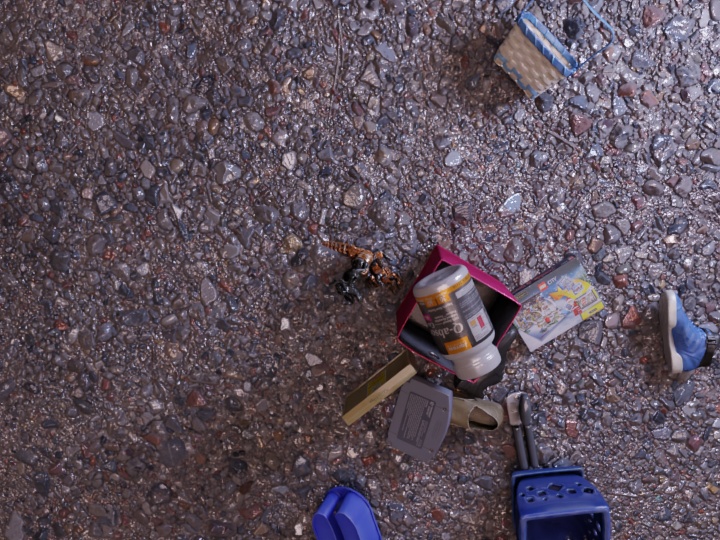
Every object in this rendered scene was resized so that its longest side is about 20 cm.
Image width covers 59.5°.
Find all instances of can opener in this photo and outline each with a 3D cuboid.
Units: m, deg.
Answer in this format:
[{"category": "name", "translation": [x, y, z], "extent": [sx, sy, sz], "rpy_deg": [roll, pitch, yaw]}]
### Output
[{"category": "can opener", "translation": [0.384, 0.382, 1.490], "extent": [0.052, 0.067, 0.202], "rpy_deg": [-10, 105, 6]}]

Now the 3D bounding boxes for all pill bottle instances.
[{"category": "pill bottle", "translation": [0.190, 0.100, 1.216], "extent": [0.115, 0.116, 0.202], "rpy_deg": [-25, 98, 7]}]

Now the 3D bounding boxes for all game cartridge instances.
[{"category": "game cartridge", "translation": [0.142, 0.347, 1.474], "extent": [0.132, 0.040, 0.202], "rpy_deg": [23, 115, 19]}]

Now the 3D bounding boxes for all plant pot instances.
[{"category": "plant pot", "translation": [0.447, 0.569, 1.449], "extent": [0.197, 0.180, 0.202], "rpy_deg": [-7, 111, 5]}]

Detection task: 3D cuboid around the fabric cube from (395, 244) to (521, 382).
[{"category": "fabric cube", "translation": [0.203, 0.087, 1.373], "extent": [0.195, 0.199, 0.201], "rpy_deg": [29, 101, -3]}]

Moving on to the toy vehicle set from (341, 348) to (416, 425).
[{"category": "toy vehicle set", "translation": [0.043, 0.265, 1.451], "extent": [0.199, 0.124, 0.027], "rpy_deg": [-40, 96, 9]}]

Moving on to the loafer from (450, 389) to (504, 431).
[{"category": "loafer", "translation": [0.242, 0.331, 1.480], "extent": [0.197, 0.067, 0.077], "rpy_deg": [5, 101, 4]}]

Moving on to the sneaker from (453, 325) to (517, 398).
[{"category": "sneaker", "translation": [0.303, 0.211, 1.462], "extent": [0.090, 0.076, 0.201], "rpy_deg": [33, 110, -10]}]

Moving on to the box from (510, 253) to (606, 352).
[{"category": "box", "translation": [0.437, 0.074, 1.439], "extent": [0.199, 0.038, 0.137], "rpy_deg": [-32, 97, 8]}]

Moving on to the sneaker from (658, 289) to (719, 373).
[{"category": "sneaker", "translation": [0.740, 0.130, 1.412], "extent": [0.110, 0.077, 0.202], "rpy_deg": [-11, 104, 11]}]

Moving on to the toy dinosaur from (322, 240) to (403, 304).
[{"category": "toy dinosaur", "translation": [0.000, 0.000, 1.434], "extent": [0.199, 0.102, 0.136], "rpy_deg": [30, 78, 11]}]

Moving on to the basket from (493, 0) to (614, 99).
[{"category": "basket", "translation": [0.382, -0.469, 1.277], "extent": [0.177, 0.139, 0.200], "rpy_deg": [47, 130, -6]}]

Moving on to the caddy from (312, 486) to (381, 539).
[{"category": "caddy", "translation": [-0.029, 0.629, 1.537], "extent": [0.140, 0.105, 0.202], "rpy_deg": [-13, 101, 28]}]
